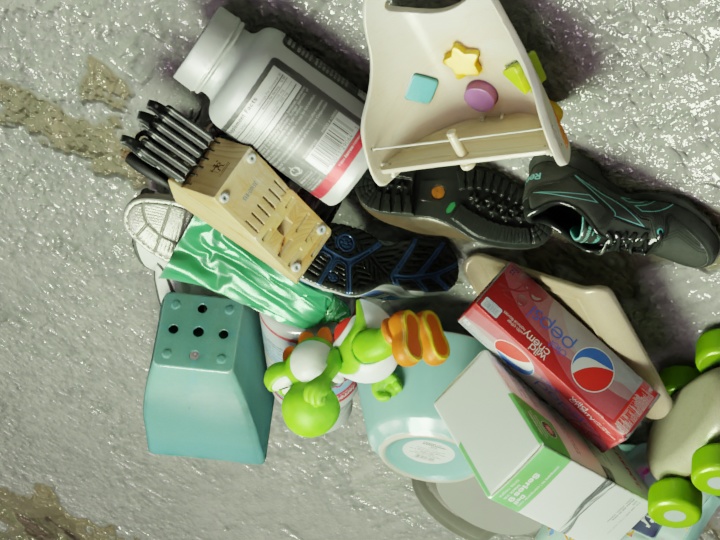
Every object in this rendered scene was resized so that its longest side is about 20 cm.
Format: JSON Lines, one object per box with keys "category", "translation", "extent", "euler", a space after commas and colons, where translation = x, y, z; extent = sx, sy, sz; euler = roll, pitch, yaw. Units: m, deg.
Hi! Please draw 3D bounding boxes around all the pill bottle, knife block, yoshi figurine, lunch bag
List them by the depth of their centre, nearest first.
{"category": "pill bottle", "translation": [-0.076, -0.162, 1.527], "extent": [0.199, 0.111, 0.111], "euler": [35, 141, -10]}
{"category": "knife block", "translation": [-0.145, -0.084, 1.588], "extent": [0.175, 0.064, 0.200], "euler": [21, 161, 51]}
{"category": "yoshi figurine", "translation": [-0.010, 0.112, 1.634], "extent": [0.199, 0.112, 0.113], "euler": [-21, 118, 30]}
{"category": "lunch bag", "translation": [0.293, 0.279, 1.715], "extent": [0.122, 0.171, 0.200], "euler": [40, 162, -17]}
{"category": "pill bottle", "translation": [-0.054, 0.093, 1.799], "extent": [0.108, 0.109, 0.201], "euler": [14, 140, 16]}

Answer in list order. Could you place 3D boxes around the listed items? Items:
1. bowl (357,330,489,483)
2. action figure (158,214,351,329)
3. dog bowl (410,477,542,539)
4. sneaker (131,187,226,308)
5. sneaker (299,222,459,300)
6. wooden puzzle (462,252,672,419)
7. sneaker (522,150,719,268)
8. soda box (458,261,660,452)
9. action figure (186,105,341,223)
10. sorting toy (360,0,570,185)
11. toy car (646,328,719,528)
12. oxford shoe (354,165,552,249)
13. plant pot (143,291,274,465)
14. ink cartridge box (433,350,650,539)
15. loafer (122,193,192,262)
{"category": "bowl", "translation": [0.084, 0.161, 1.740], "extent": [0.199, 0.106, 0.201], "euler": [7, 149, 4]}
{"category": "action figure", "translation": [-0.098, 0.006, 1.668], "extent": [0.199, 0.055, 0.118], "euler": [29, 124, -10]}
{"category": "dog bowl", "translation": [0.162, 0.253, 1.893], "extent": [0.198, 0.059, 0.201], "euler": [16, 141, 14]}
{"category": "sneaker", "translation": [-0.182, -0.019, 1.793], "extent": [0.114, 0.076, 0.201], "euler": [4, 144, 14]}
{"category": "sneaker", "translation": [0.000, 0.000, 1.650], "extent": [0.198, 0.077, 0.077], "euler": [11, 162, -22]}
{"category": "wooden puzzle", "translation": [0.214, 0.061, 1.634], "extent": [0.199, 0.037, 0.186], "euler": [14, 145, 50]}
{"category": "sneaker", "translation": [0.242, -0.041, 1.505], "extent": [0.198, 0.080, 0.076], "euler": [23, 141, 3]}
{"category": "soda box", "translation": [0.195, 0.087, 1.578], "extent": [0.200, 0.063, 0.070], "euler": [42, 158, 3]}
{"category": "action figure", "translation": [-0.118, -0.105, 1.655], "extent": [0.198, 0.070, 0.131], "euler": [25, 149, 9]}
{"category": "sorting toy", "translation": [0.085, -0.184, 1.430], "extent": [0.198, 0.107, 0.181], "euler": [-4, 125, 34]}
{"category": "toy car", "translation": [0.405, 0.183, 1.610], "extent": [0.198, 0.165, 0.158], "euler": [21, 143, -12]}
{"category": "oxford shoe", "translation": [0.094, -0.065, 1.586], "extent": [0.198, 0.073, 0.084], "euler": [16, 169, 4]}
{"category": "plant pot", "translation": [-0.173, 0.111, 1.809], "extent": [0.140, 0.143, 0.201], "euler": [6, 152, 3]}
{"category": "ink cartridge box", "translation": [0.189, 0.187, 1.619], "extent": [0.199, 0.146, 0.084], "euler": [30, 109, -39]}
{"category": "loafer", "translation": [-0.159, -0.038, 1.720], "extent": [0.198, 0.063, 0.072], "euler": [18, 111, -8]}
